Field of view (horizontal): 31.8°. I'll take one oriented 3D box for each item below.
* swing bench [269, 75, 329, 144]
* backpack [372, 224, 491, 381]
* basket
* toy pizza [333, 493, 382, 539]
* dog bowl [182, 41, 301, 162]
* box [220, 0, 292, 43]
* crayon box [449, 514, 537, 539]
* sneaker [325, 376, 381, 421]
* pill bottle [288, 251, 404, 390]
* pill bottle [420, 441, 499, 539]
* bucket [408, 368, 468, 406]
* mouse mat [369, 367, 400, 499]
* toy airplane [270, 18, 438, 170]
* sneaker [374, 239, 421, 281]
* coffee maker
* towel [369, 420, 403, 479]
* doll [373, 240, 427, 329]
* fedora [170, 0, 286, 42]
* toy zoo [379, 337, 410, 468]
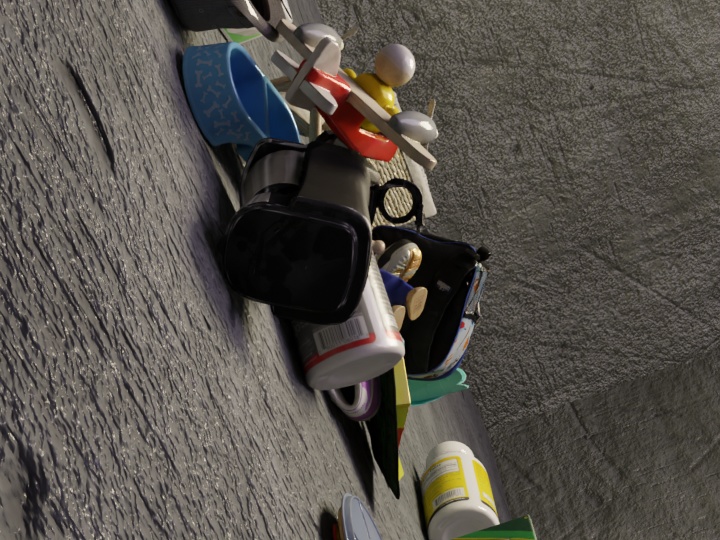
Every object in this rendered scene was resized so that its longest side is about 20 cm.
[{"bbox_3d":[-0.072,-0.155,1.538,0.199,0.128,0.203,-83,157,-78],"label":"swing bench"},{"bbox_3d":[0.074,0.052,1.719,0.154,0.197,0.193,40,66,-61],"label":"backpack"},{"bbox_3d":[0.043,-0.211,2.551,0.200,0.159,0.201,-103,170,-50],"label":"basket"},{"bbox_3d":[0.012,0.314,1.214,0.200,0.031,0.203,-21,91,-85],"label":"toy pizza"},{"bbox_3d":[-0.119,-0.164,1.341,0.200,0.049,0.113,50,28,-54],"label":"dog bowl"},{"bbox_3d":[-0.170,-0.412,1.594,0.200,0.095,0.179,50,22,-74],"label":"box"},{"bbox_3d":[0.131,0.376,1.413,0.201,0.170,0.059,-98,169,-66],"label":"crayon box"},{"bbox_3d":[-0.024,0.073,1.491,0.114,0.072,0.203,41,29,-71],"label":"sneaker"},{"bbox_3d":[-0.032,0.017,1.381,0.114,0.112,0.203,52,19,-70],"label":"pill bottle"},{"bbox_3d":[0.149,0.350,1.942,0.201,0.110,0.113,-95,164,-65],"label":"pill bottle"},{"bbox_3d":[0.068,0.104,1.888,0.207,0.133,0.210,-21,90,-84],"label":"bucket"},{"bbox_3d":[0.026,0.159,1.544,0.161,0.007,0.204,-132,-141,-74],"label":"mouse mat"},{"bbox_3d":[-0.004,-0.192,1.334,0.200,0.141,0.199,49,-2,-15],"label":"toy airplane"},{"bbox_3d":[0.000,0.000,1.606,0.075,0.200,0.089,-14,72,-39],"label":"sneaker"},{"bbox_3d":[-0.032,-0.046,1.217,0.201,0.189,0.137,-92,170,-67],"label":"coffee maker"},{"bbox_3d":[0.015,0.191,1.719,0.086,0.018,0.203,-7,78,-79],"label":"towel"},{"bbox_3d":[-0.015,0.000,1.493,0.199,0.136,0.049,32,-39,28],"label":"doll"},{"bbox_3d":[-0.164,-0.321,1.391,0.179,0.089,0.200,70,13,15],"label":"fedora"},{"bbox_3d":[0.033,0.142,1.574,0.201,0.020,0.133,100,-18,-55],"label":"toy zoo"}]
